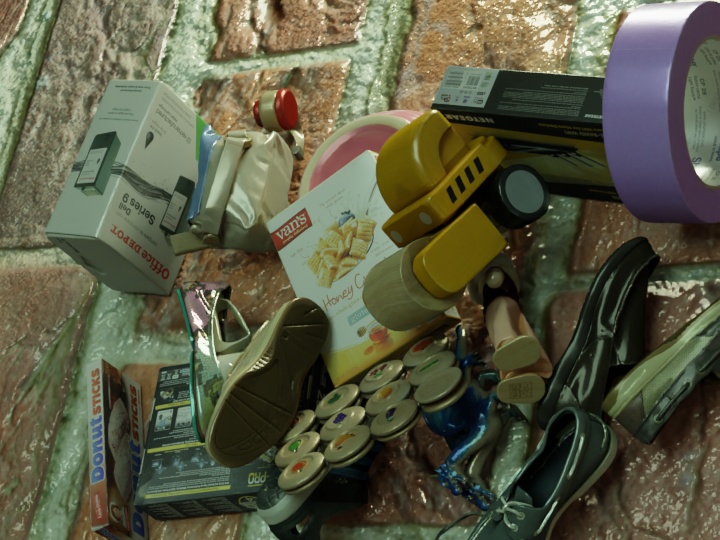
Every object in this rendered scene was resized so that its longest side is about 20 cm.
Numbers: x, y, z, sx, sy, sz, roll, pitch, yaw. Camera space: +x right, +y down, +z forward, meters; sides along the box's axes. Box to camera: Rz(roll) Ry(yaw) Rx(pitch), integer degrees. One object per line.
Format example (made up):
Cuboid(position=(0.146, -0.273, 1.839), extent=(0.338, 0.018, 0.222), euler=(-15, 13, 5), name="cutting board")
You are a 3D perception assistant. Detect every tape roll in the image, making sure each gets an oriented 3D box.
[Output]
Cuboid(position=(0.292, -0.143, 1.612), extent=(0.066, 0.200, 0.200), euler=(3, 64, 35), name="tape roll")

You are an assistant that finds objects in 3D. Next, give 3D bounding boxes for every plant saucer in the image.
Cuboid(position=(0.012, -0.088, 1.869), extent=(0.200, 0.051, 0.201), euler=(-16, 55, 25), name="plant saucer")

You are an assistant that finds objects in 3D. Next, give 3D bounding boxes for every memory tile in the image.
Cuboid(position=(0.005, 0.131, 1.661), extent=(0.200, 0.017, 0.153), euler=(-31, 19, 5), name="memory tile")

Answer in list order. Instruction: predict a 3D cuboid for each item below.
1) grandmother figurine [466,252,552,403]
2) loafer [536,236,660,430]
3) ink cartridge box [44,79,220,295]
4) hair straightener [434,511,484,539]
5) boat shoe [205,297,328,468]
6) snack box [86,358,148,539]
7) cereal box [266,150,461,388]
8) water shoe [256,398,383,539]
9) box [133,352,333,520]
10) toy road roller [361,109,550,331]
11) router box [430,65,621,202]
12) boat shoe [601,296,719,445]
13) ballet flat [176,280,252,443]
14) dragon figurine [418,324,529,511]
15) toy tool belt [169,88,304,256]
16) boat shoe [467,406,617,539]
Cuboid(position=(0.137, 0.047, 1.662), extent=(0.060, 0.121, 0.200), euler=(-1, 30, -3), name="grandmother figurine")
Cuboid(position=(0.232, 0.066, 1.622), extent=(0.071, 0.073, 0.200), euler=(24, 85, 19), name="loafer")
Cuboid(position=(-0.246, -0.090, 1.980), extent=(0.084, 0.146, 0.200), euler=(6, 67, 35), name="ink cartridge box")
Cuboid(position=(0.145, 0.262, 1.577), extent=(0.200, 0.041, 0.077), euler=(12, 66, 43), name="hair straightener")
Cuboid(position=(-0.099, 0.113, 1.728), extent=(0.065, 0.072, 0.200), euler=(-28, 28, 51), name="boat shoe")
Cuboid(position=(-0.255, 0.193, 1.858), extent=(0.024, 0.072, 0.200), euler=(-23, 52, 20), name="snack box")
Cuboid(position=(0.000, 0.000, 1.782), extent=(0.144, 0.040, 0.200), euler=(-35, 66, 23), name="cereal box")
Cuboid(position=(-0.019, 0.189, 1.709), extent=(0.200, 0.079, 0.071), euler=(-42, 22, -29), name="water shoe")
Cuboid(position=(-0.127, 0.164, 1.806), extent=(0.200, 0.049, 0.161), euler=(-11, 55, 28), name="box")
Cuboid(position=(0.063, -0.055, 1.664), extent=(0.200, 0.146, 0.123), euler=(-46, 7, -31), name="toy road roller")
Cuboid(position=(0.190, -0.128, 1.702), extent=(0.200, 0.157, 0.052), euler=(9, 68, 38), name="router box")
Cuboid(position=(0.303, 0.076, 1.565), extent=(0.200, 0.073, 0.065), euler=(-39, 79, -6), name="boat shoe")
Cuboid(position=(-0.143, 0.084, 1.801), extent=(0.071, 0.069, 0.200), euler=(-13, 48, 1), name="ballet flat")
Cuboid(position=(0.092, 0.131, 1.672), extent=(0.099, 0.059, 0.200), euler=(-36, 48, 10), name="dragon figurine")
Cuboid(position=(-0.142, -0.107, 1.937), extent=(0.123, 0.125, 0.200), euler=(-5, 59, 22), name="toy tool belt")
Cuboid(position=(0.141, 0.201, 1.548), extent=(0.200, 0.062, 0.073), euler=(-50, 45, -2), name="boat shoe")
